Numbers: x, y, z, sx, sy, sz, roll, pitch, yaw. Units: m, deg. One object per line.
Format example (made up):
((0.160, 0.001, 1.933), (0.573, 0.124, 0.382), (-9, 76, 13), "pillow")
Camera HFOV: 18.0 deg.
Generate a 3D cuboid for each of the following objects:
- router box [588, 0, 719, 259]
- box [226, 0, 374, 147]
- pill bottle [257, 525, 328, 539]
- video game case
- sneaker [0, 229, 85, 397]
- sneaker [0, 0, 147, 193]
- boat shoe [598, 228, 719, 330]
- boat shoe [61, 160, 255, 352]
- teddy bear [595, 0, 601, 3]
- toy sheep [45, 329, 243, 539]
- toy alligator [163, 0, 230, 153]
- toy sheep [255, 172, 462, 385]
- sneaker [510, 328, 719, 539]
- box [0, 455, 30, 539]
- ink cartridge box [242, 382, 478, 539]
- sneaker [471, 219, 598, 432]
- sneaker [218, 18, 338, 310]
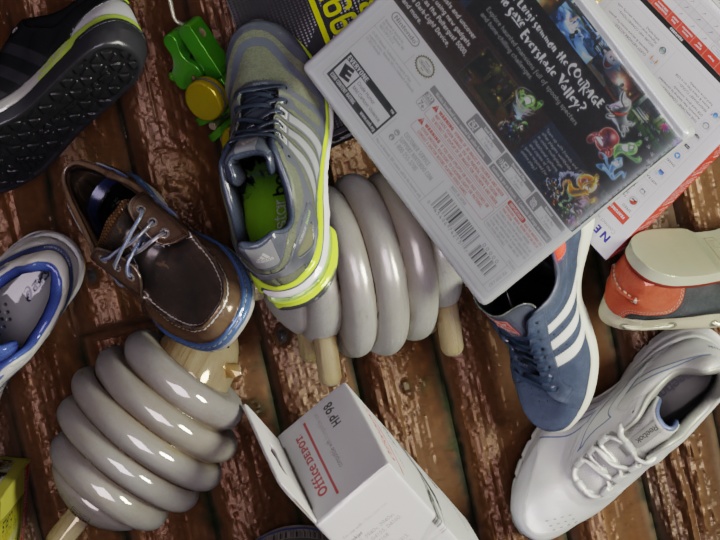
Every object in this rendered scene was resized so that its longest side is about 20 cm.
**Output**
((0.165, -0.142, 1.544), (0.200, 0.049, 0.180), (48, 114, 9), "router box")
((-0.011, -0.198, 1.550), (0.159, 0.044, 0.202), (-22, 83, 14), "box")
((-0.041, 0.250, 1.550), (0.113, 0.200, 0.115), (0, 97, -1), "pill bottle")
((0.086, -0.111, 1.461), (0.182, 0.023, 0.201), (-40, 83, 23), "video game case")
((-0.270, 0.057, 1.588), (0.075, 0.088, 0.201), (34, 96, -7), "sneaker")
((-0.228, -0.129, 1.588), (0.199, 0.083, 0.072), (-33, 141, 16), "sneaker")
((0.256, 0.011, 1.586), (0.198, 0.071, 0.063), (0, 131, -31), "boat shoe")
((-0.146, -0.012, 1.528), (0.072, 0.200, 0.073), (32, 94, -45), "boat shoe")
((0.113, -0.260, 1.491), (0.200, 0.067, 0.145), (42, 108, 21), "teddy bear")
((-0.151, 0.114, 1.574), (0.137, 0.138, 0.201), (32, 95, -5), "toy sheep")
((-0.107, -0.132, 1.590), (0.200, 0.059, 0.054), (51, 133, -6), "toy alligator")
((0.000, 0.000, 1.561), (0.198, 0.138, 0.139), (-15, 97, -17), "toy sheep")
((0.182, 0.116, 1.606), (0.074, 0.087, 0.200), (44, 95, -7), "sneaker")
((-0.263, 0.179, 1.544), (0.050, 0.200, 0.076), (5, 95, -2), "box")
((0.012, 0.160, 1.556), (0.067, 0.116, 0.200), (-38, 121, 4), "ink cartridge box")
((0.113, 0.033, 1.552), (0.075, 0.084, 0.202), (16, 125, 35), "sneaker")
((-0.058, -0.080, 1.483), (0.073, 0.081, 0.202), (-16, 65, 13), "sneaker")
